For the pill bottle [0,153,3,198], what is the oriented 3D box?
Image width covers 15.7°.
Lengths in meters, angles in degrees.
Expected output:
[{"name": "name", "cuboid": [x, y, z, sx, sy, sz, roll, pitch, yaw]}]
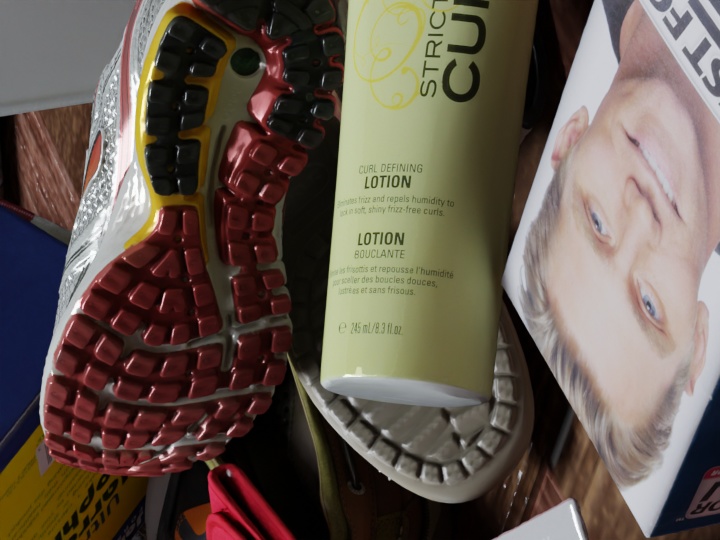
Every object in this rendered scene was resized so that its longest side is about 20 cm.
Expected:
[{"name": "pill bottle", "cuboid": [-0.249, -0.114, 1.377, 0.111, 0.111, 0.200, -150, 54, -61]}]

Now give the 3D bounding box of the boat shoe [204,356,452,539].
[{"name": "boat shoe", "cuboid": [-0.040, 0.030, 0.962, 0.072, 0.068, 0.200, -48, 61, 19]}]

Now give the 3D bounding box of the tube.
[{"name": "tube", "cuboid": [0.021, -0.061, 0.779, 0.052, 0.058, 0.200, 146, 132, -75]}]

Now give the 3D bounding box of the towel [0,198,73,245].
[{"name": "towel", "cuboid": [-0.151, 0.007, 1.086, 0.144, 0.200, 0.023, -49, 17, 59]}]

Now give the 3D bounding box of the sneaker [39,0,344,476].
[{"name": "sneaker", "cuboid": [-0.057, -0.020, 0.863, 0.082, 0.078, 0.200, -117, 43, -59]}]

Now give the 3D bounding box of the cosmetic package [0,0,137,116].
[{"name": "cosmetic package", "cuboid": [-0.138, -0.168, 1.032, 0.165, 0.165, 0.200, -163, 66, -66]}]

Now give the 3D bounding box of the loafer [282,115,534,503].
[{"name": "loafer", "cuboid": [0.000, 0.000, 0.907, 0.200, 0.076, 0.068, 56, -175, 28]}]

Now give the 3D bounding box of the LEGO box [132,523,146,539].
[{"name": "LEGO box", "cuboid": [-0.179, 0.081, 1.266, 0.149, 0.077, 0.200, 61, 166, -26]}]

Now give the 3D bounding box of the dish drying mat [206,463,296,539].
[{"name": "dish drying mat", "cuboid": [-0.028, 0.162, 0.947, 0.077, 0.018, 0.200, 46, 151, 40]}]

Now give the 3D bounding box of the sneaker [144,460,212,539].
[{"name": "sneaker", "cuboid": [-0.049, 0.164, 1.067, 0.112, 0.078, 0.200, -139, 45, -58]}]

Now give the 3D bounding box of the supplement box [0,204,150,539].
[{"name": "supplement box", "cuboid": [-0.158, 0.066, 1.027, 0.109, 0.110, 0.200, 30, 154, 15]}]

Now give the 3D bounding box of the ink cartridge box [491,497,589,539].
[{"name": "ink cartridge box", "cuboid": [0.052, 0.178, 0.800, 0.200, 0.045, 0.176, -36, 64, 53]}]

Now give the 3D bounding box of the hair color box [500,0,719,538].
[{"name": "hair color box", "cuboid": [0.102, -0.034, 0.667, 0.200, 0.060, 0.100, 104, 148, -44]}]

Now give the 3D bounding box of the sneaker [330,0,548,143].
[{"name": "sneaker", "cuboid": [-0.002, -0.121, 0.861, 0.092, 0.076, 0.200, 147, 113, -70]}]
